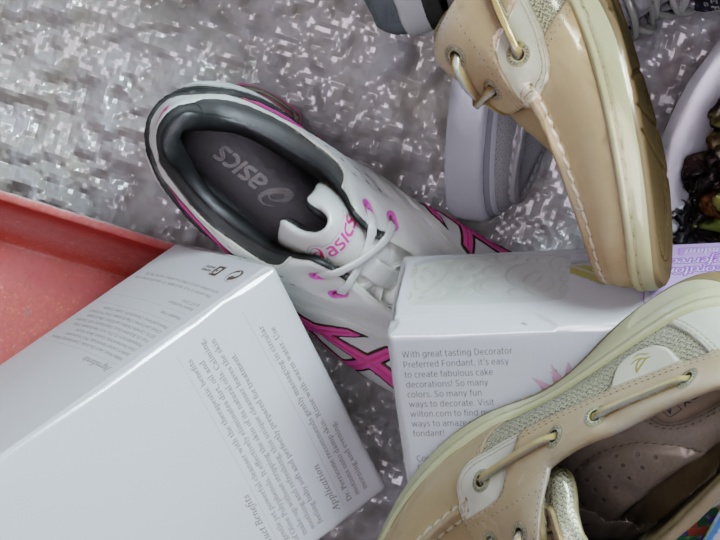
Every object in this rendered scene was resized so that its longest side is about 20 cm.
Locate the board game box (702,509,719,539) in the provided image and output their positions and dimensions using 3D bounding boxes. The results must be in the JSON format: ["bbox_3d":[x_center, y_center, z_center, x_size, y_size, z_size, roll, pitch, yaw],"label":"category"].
[{"bbox_3d":[0.206,0.080,0.847,0.151,0.037,0.200,17,111,-28],"label":"board game box"}]

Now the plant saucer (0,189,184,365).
[{"bbox_3d":[-0.160,0.067,0.927,0.200,0.037,0.200,17,86,-32],"label":"plant saucer"}]

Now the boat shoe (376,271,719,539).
[{"bbox_3d":[0.070,0.082,0.824,0.072,0.065,0.200,40,119,-16],"label":"boat shoe"}]

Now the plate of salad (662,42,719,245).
[{"bbox_3d":[0.208,-0.018,0.902,0.200,0.048,0.200,1,98,10],"label":"plate of salad"}]

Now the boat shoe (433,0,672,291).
[{"bbox_3d":[0.060,-0.083,0.849,0.064,0.071,0.200,-18,78,10],"label":"boat shoe"}]

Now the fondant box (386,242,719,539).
[{"bbox_3d":[0.094,0.089,0.898,0.144,0.058,0.200,-3,122,10],"label":"fondant box"}]

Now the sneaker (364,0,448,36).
[{"bbox_3d":[-0.056,-0.160,0.917,0.121,0.084,0.200,-27,84,7],"label":"sneaker"}]

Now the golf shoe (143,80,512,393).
[{"bbox_3d":[0.000,0.000,0.924,0.200,0.092,0.073,33,96,3],"label":"golf shoe"}]

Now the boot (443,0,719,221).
[{"bbox_3d":[0.097,-0.107,0.903,0.095,0.074,0.200,15,98,14],"label":"boot"}]

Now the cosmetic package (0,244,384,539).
[{"bbox_3d":[-0.104,0.088,0.891,0.200,0.085,0.108,-34,113,-22],"label":"cosmetic package"}]
